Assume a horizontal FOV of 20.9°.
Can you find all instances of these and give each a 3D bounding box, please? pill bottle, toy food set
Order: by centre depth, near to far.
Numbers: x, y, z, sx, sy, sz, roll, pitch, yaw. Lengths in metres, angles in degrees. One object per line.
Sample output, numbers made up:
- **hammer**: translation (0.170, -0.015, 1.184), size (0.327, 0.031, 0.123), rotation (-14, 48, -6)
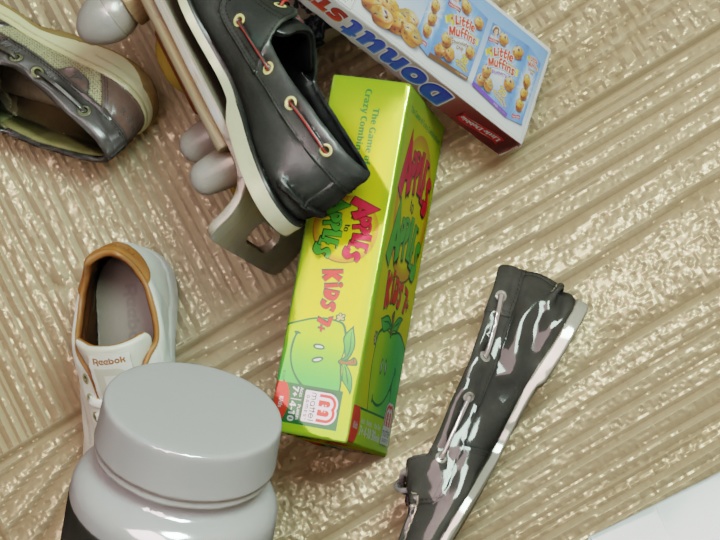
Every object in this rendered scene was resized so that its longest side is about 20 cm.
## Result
- **pill bottle**: translation (-0.108, 0.158, 1.063), size (0.114, 0.114, 0.201), rotation (21, 117, 16)
- **toy food set**: translation (-0.103, -0.096, 1.133), size (0.060, 0.143, 0.201), rotation (-28, 76, 7)

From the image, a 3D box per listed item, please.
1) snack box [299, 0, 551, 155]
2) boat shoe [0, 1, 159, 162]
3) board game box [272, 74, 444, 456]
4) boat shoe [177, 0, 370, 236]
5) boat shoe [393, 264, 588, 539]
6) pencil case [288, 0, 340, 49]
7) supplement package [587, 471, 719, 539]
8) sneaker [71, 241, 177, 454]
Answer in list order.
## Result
- **snack box**: translation (0.024, -0.149, 1.095), size (0.024, 0.200, 0.072), rotation (-21, 41, 49)
- **boat shoe**: translation (-0.224, -0.119, 1.194), size (0.199, 0.073, 0.065), rotation (16, 45, 16)
- **board game box**: translation (0.000, 0.000, 1.113), size (0.047, 0.102, 0.201), rotation (9, 83, 15)
- **boat shoe**: translation (-0.052, -0.117, 1.068), size (0.063, 0.074, 0.202), rotation (-30, 63, 15)
- **boat shoe**: translation (0.057, 0.089, 1.101), size (0.057, 0.067, 0.200), rotation (31, 82, 6)
- **pencil case**: translation (0.009, -0.188, 1.157), size (0.199, 0.090, 0.078), rotation (-26, 47, 7)
- **supplement package**: translation (0.243, 0.158, 0.981), size (0.200, 0.191, 0.147), rotation (-28, 75, 7)
- **sneaker**: translation (-0.140, 0.082, 1.142), size (0.073, 0.085, 0.201), rotation (-10, 81, 10)
